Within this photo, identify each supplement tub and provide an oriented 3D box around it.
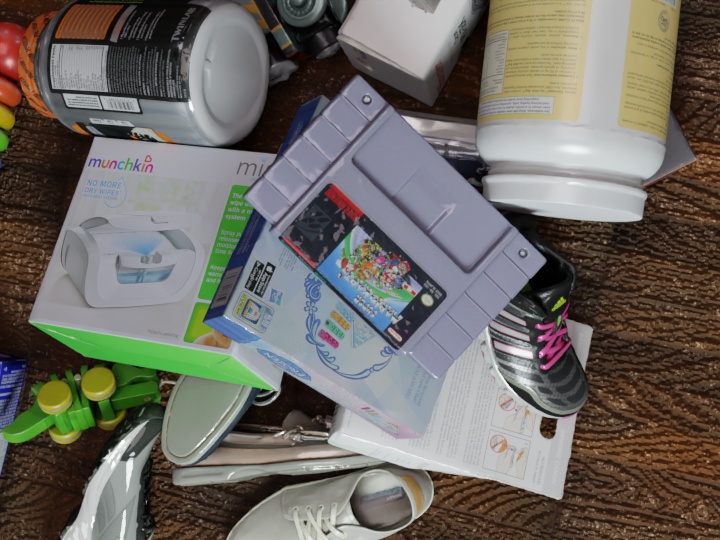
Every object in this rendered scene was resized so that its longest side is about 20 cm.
[{"bbox_3d":[0.164,-0.144,0.935,0.145,0.145,0.201,7,89,8],"label":"supplement tub"},{"bbox_3d":[-0.188,-0.173,1.054,0.199,0.122,0.123,9,89,30],"label":"supplement tub"}]

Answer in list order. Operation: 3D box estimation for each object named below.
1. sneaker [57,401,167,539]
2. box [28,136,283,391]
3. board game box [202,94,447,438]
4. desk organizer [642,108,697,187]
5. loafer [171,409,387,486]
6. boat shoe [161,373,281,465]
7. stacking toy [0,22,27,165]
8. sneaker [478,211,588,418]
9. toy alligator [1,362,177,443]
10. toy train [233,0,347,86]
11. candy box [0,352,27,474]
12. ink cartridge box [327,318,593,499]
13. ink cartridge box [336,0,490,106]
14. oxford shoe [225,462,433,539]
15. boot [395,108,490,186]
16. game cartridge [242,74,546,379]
[{"bbox_3d":[-0.210,0.205,1.084,0.079,0.074,0.201,25,106,-5],"label":"sneaker"},{"bbox_3d":[-0.147,-0.008,1.032,0.199,0.097,0.177,8,71,24],"label":"box"},{"bbox_3d":[0.000,0.000,0.975,0.199,0.043,0.201,33,65,-24],"label":"board game box"},{"bbox_3d":[0.202,-0.162,1.043,0.072,0.077,0.201,-27,85,6],"label":"desk organizer"},{"bbox_3d":[-0.072,0.149,1.074,0.199,0.072,0.063,-8,79,10],"label":"loafer"},{"bbox_3d":[-0.105,0.081,1.065,0.075,0.062,0.201,15,73,28],"label":"boat shoe"},{"bbox_3d":[-0.353,-0.133,1.121,0.085,0.085,0.201,20,84,8],"label":"stacking toy"},{"bbox_3d":[0.140,0.035,0.988,0.074,0.087,0.200,-37,106,-34],"label":"sneaker"},{"bbox_3d":[-0.225,0.104,1.104,0.199,0.059,0.054,-17,51,-10],"label":"toy alligator"},{"bbox_3d":[-0.095,-0.262,1.090,0.114,0.085,0.201,-31,87,19],"label":"toy train"},{"bbox_3d":[-0.411,0.159,1.112,0.168,0.077,0.201,14,88,7],"label":"candy box"},{"bbox_3d":[0.087,0.095,1.050,0.199,0.050,0.162,18,70,-10],"label":"ink cartridge box"},{"bbox_3d":[0.071,-0.250,1.030,0.083,0.147,0.201,30,93,6],"label":"ink cartridge box"},{"bbox_3d":[-0.032,0.218,1.069,0.199,0.058,0.075,-22,89,8],"label":"oxford shoe"},{"bbox_3d":[0.079,-0.086,1.069,0.199,0.073,0.091,10,103,10],"label":"boot"},{"bbox_3d":[0.025,-0.029,0.909,0.200,0.038,0.130,43,82,-7],"label":"game cartridge"}]
